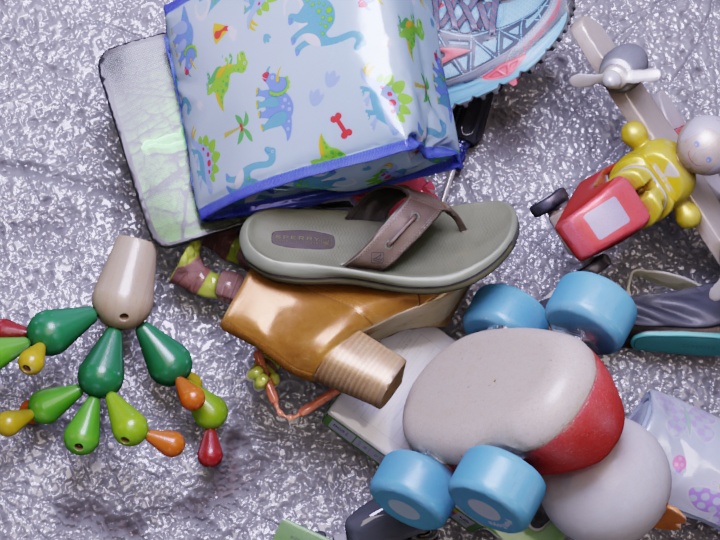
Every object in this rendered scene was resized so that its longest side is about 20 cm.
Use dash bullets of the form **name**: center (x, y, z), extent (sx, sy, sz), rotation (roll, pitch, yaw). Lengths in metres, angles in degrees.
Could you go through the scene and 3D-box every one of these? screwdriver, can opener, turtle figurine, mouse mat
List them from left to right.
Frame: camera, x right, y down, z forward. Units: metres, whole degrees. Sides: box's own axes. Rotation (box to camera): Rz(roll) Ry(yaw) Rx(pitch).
- **mouse mat**: center (-0.083, -0.117, 1.399), extent (0.200, 0.008, 0.161), rotation (-18, 82, -8)
- **turtle figurine**: center (-0.053, 0.015, 1.424), extent (0.161, 0.064, 0.200), rotation (33, 60, 5)
- **can opener**: center (-0.039, 0.203, 1.382), extent (0.200, 0.053, 0.067), rotation (-10, 115, -7)
- **screwdriver**: center (0.072, -0.064, 1.468), extent (0.029, 0.028, 0.200), rotation (7, 73, 26)

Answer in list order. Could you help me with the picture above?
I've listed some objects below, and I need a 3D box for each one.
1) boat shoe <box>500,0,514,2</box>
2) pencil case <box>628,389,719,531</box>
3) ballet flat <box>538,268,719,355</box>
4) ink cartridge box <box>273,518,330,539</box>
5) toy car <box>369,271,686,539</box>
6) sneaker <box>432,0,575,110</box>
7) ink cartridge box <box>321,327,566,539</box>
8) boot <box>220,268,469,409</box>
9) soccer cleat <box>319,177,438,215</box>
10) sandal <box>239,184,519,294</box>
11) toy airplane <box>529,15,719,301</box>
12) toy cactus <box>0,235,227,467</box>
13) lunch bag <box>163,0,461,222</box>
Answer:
- **boat shoe**: center (0.070, -0.224, 1.481), extent (0.201, 0.072, 0.070), rotation (-16, 80, -8)
- **pencil case**: center (0.286, 0.165, 1.410), extent (0.200, 0.083, 0.091), rotation (22, 53, -1)
- **ballet flat**: center (0.200, 0.032, 1.443), extent (0.200, 0.073, 0.073), rotation (-1, 78, -5)
- **ink cartridge box**: center (-0.053, 0.292, 1.327), extent (0.104, 0.059, 0.200), rotation (25, 98, -1)
- **toy car**: center (0.145, 0.136, 1.330), extent (0.200, 0.177, 0.184), rotation (44, 61, -24)
- **sneaker**: center (0.066, -0.174, 1.422), extent (0.200, 0.079, 0.096), rotation (-28, 112, 15)
- **ink cartridge box**: center (0.080, 0.128, 1.413), extent (0.200, 0.059, 0.104), rotation (36, 76, 3)
- **boot**: center (0.000, 0.001, 1.369), extent (0.144, 0.071, 0.201), rotation (31, 54, 12)
- **soccer cleat**: center (-0.028, -0.073, 1.444), extent (0.200, 0.076, 0.067), rotation (29, 50, -2)
- **sandal**: center (0.015, -0.027, 1.321), extent (0.201, 0.057, 0.080), rotation (-2, 43, -5)
- **toy airplane**: center (0.238, -0.080, 1.406), extent (0.200, 0.141, 0.199), rotation (18, 62, -27)
- **toy cactus**: center (-0.184, 0.059, 1.386), extent (0.200, 0.102, 0.165), rotation (15, 80, -9)
- **lunch bag**: center (-0.043, -0.136, 1.342), extent (0.200, 0.127, 0.170), rotation (-14, 80, 22)
